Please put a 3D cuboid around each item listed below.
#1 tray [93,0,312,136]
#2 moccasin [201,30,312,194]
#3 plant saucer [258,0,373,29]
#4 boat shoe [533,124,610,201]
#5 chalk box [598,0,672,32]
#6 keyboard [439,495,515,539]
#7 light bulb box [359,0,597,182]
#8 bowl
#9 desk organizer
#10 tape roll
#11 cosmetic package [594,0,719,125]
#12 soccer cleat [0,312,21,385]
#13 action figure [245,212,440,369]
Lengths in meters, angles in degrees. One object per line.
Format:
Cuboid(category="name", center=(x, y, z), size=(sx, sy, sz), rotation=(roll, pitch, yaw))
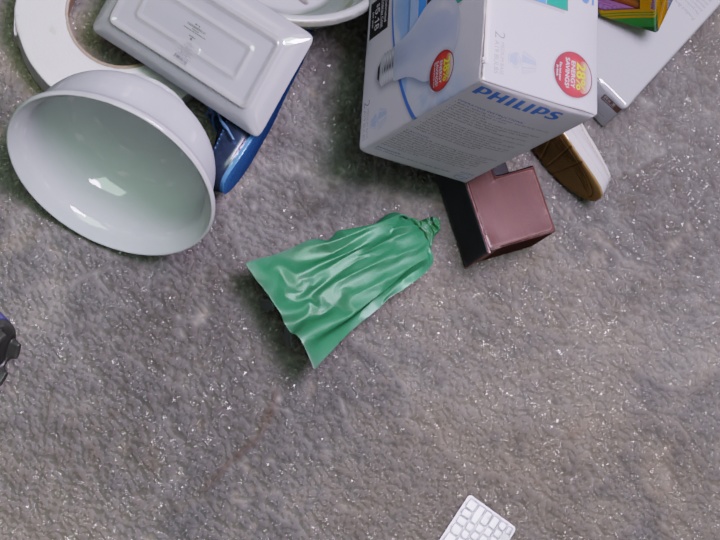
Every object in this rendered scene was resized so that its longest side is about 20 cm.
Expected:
Cuboid(category="tray", center=(-0.151, -0.219, 1.346), size=(0.199, 0.022, 0.108), rotation=(33, 102, 12))
Cuboid(category="moccasin", center=(-0.113, -0.163, 1.409), size=(0.068, 0.081, 0.201), rotation=(25, 60, -1))
Cuboid(category="plant saucer", center=(-0.073, -0.291, 1.426), size=(0.198, 0.050, 0.201), rotation=(7, 49, -8))
Cuboid(category="boat shoe", center=(0.197, -0.165, 1.470), size=(0.069, 0.071, 0.201), rotation=(-36, 91, -22))
Cuboid(category="chalk box", center=(0.224, -0.343, 1.438), size=(0.199, 0.124, 0.125), rotation=(22, 68, 21))
Cuboid(category="keyboard", center=(0.071, 0.309, 1.376), size=(0.056, 0.011, 0.201), rotation=(36, 73, -3))
Cuboid(category="light bulb box", center=(0.105, -0.210, 1.309), size=(0.124, 0.200, 0.200), rotation=(13, 70, -27))
Cuboid(category="bowl", center=(-0.211, -0.113, 1.326), size=(0.200, 0.201, 0.091), rotation=(27, 51, -6))
Cuboid(category="desk organizer", center=(0.117, -0.114, 1.443), size=(0.076, 0.072, 0.202), rotation=(-16, 82, -17))
Cuboid(category="tape roll", center=(-0.233, -0.240, 1.410), size=(0.201, 0.037, 0.205), rotation=(2, 79, -11))
Cuboid(category="cosmetic package", center=(0.288, -0.257, 1.510), size=(0.102, 0.074, 0.200), rotation=(45, 75, 0))
Cuboid(category="soccer cleat", center=(-0.384, 0.117, 1.301), size=(0.083, 0.065, 0.201), rotation=(27, 76, 25))
Cuboid(category="action figure", center=(0.000, 0.000, 1.402), size=(0.199, 0.055, 0.119), rotation=(-30, 85, -23))
